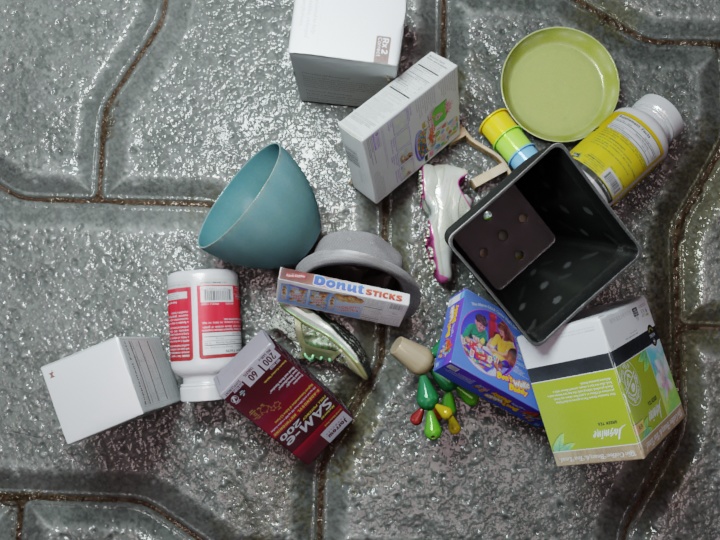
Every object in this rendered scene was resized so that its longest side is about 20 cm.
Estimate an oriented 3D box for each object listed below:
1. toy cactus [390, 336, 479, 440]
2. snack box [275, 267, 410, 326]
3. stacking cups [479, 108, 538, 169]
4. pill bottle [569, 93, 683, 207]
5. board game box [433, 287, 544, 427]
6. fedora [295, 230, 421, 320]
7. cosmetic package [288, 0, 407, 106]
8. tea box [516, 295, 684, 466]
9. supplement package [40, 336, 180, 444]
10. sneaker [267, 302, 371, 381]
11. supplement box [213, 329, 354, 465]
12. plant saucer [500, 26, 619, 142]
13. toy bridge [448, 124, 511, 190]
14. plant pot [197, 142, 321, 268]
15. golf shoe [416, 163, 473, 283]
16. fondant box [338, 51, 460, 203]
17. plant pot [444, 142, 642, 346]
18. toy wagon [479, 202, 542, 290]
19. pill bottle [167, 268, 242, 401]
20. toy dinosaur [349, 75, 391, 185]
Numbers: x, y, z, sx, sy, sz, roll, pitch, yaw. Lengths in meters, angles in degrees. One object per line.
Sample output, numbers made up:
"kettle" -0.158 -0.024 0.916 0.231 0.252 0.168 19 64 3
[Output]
"toy cactus" 0.118 0.158 1.043 0.165 0.102 0.200 35 71 -14
"snack box" -0.029 0.042 1.018 0.199 0.072 0.024 12 58 -4
"stacking cups" 0.274 -0.172 1.076 0.060 0.061 0.200 -33 70 -3
"pill bottle" 0.417 -0.188 1.074 0.200 0.112 0.112 -41 85 -4
"board game box" 0.217 0.134 1.018 0.200 0.045 0.135 30 54 -15
"fedora" 0.000 0.000 1.055 0.199 0.177 0.091 8 55 2
"cosmetic package" -0.015 -0.371 1.053 0.164 0.200 0.165 7 84 1
"tea box" 0.358 0.159 0.980 0.133 0.200 0.197 -20 85 41
"supplement package" -0.365 0.173 1.002 0.117 0.200 0.118 -21 84 -1
"sneaker" -0.069 0.120 1.078 0.200 0.077 0.089 40 99 9
"supplement box" -0.116 0.198 1.021 0.109 0.061 0.200 -46 118 -3
"plant saucer" 0.335 -0.312 1.128 0.199 0.031 0.201 0 83 1
"toy bridge" 0.216 -0.159 1.115 0.067 0.027 0.200 -28 85 -2
"plant pot" -0.141 -0.081 1.047 0.135 0.200 0.200 37 85 -26
"golf shoe" 0.145 -0.080 1.087 0.091 0.075 0.201 -5 85 -3
"fondant box" 0.067 -0.220 1.032 0.200 0.144 0.058 -40 58 -16
"plant pot" 0.239 -0.043 0.966 0.199 0.177 0.200 -41 100 0
"toy wagon" 0.281 -0.033 1.083 0.199 0.040 0.156 -22 100 -4
"pill bottle" -0.245 0.102 1.052 0.112 0.112 0.201 -4 84 0
"toy dinosaur" 0.031 -0.230 1.081 0.060 0.106 0.201 8 121 -16
